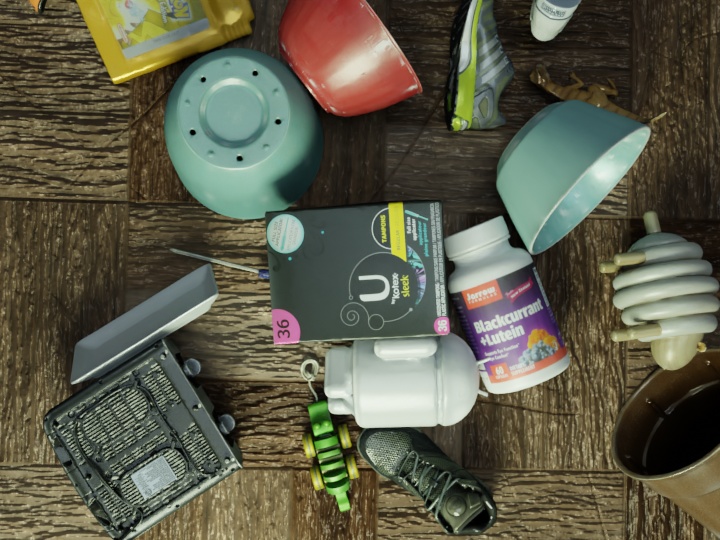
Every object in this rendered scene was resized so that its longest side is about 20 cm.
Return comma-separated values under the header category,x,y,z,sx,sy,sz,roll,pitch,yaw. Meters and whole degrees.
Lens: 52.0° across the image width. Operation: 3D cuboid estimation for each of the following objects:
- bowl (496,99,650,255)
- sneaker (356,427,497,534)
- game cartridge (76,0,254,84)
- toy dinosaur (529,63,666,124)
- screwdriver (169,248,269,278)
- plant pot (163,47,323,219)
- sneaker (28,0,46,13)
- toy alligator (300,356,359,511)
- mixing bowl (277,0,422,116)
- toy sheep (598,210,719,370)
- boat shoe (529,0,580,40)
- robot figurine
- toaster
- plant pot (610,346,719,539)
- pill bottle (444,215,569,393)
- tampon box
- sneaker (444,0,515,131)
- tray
category,x,y,z,sx,sy,sz,roll,pitch,yaw
bowl,0.243,-0.128,0.900,0.201,0.201,0.105,-42,72,-4
sneaker,0.087,0.255,0.908,0.199,0.114,0.077,36,85,0
game cartridge,-0.247,-0.349,0.908,0.198,0.032,0.178,-22,114,-4
toy dinosaur,0.303,-0.205,0.930,0.199,0.106,0.061,31,121,35
screwdriver,-0.146,0.001,0.943,0.198,0.028,0.029,9,117,-1
plant pot,-0.143,-0.170,0.879,0.198,0.161,0.203,0,88,-3
sneaker,-0.331,-0.385,0.927,0.198,0.070,0.091,-18,109,-6
toy alligator,-0.044,0.209,0.928,0.059,0.054,0.202,-14,90,-4
mixing bowl,-0.028,-0.260,0.879,0.108,0.200,0.201,-37,91,7
toy sheep,0.377,0.023,0.924,0.136,0.138,0.202,-6,83,-4
boat shoe,0.261,-0.366,0.954,0.074,0.086,0.203,21,59,2
robot figurine,0.057,0.131,0.893,0.198,0.170,0.114,-1,55,3
toaster,-0.259,0.204,0.883,0.199,0.119,0.182,-33,90,-4
plant pot,0.449,0.233,0.899,0.198,0.200,0.200,43,87,-10
pill bottle,0.174,0.040,0.917,0.111,0.111,0.202,-21,90,-4
tampon box,0.000,0.000,0.861,0.198,0.126,0.152,-4,92,5
sneaker,0.159,-0.276,0.951,0.080,0.074,0.202,6,96,-10
tray,-0.259,0.067,0.901,0.199,0.107,0.022,-32,116,-4
